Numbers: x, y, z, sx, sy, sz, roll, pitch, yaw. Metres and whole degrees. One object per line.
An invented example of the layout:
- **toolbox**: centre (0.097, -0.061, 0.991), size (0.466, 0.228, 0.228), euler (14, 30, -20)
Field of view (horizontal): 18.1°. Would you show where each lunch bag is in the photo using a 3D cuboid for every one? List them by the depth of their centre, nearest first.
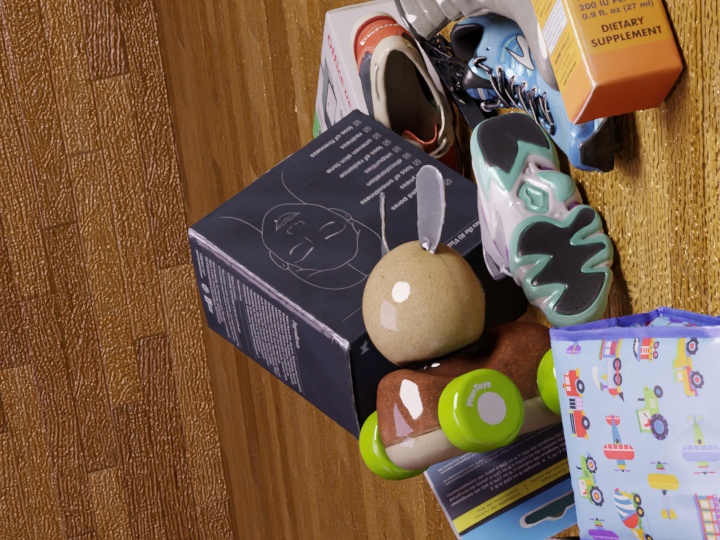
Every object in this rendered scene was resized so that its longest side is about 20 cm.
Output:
- **lunch bag**: centre (0.211, 0.105, 1.437), size (0.200, 0.094, 0.152), euler (-179, 80, -69)

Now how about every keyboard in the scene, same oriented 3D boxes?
- **keyboard**: centre (0.101, -0.135, 1.855), size (0.104, 0.040, 0.200), euler (57, -177, -39)

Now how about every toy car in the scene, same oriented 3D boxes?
- **toy car**: centre (0.065, 0.030, 1.592), size (0.164, 0.157, 0.201), euler (-28, 79, 62)

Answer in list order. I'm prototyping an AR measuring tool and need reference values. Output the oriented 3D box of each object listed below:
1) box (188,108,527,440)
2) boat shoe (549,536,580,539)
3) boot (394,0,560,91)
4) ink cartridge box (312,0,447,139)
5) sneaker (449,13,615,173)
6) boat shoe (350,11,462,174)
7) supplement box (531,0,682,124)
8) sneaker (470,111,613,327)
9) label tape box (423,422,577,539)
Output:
- **box**: centre (0.000, 0.000, 1.861), size (0.196, 0.200, 0.124), euler (34, 148, 35)
- **boat shoe**: centre (0.174, 0.255, 1.808), size (0.202, 0.060, 0.072), euler (102, 151, -64)
- **boot**: centre (0.088, -0.188, 1.564), size (0.068, 0.130, 0.201), euler (23, -133, -49)
- **ink cartridge box**: centre (0.017, -0.136, 2.095), size (0.200, 0.084, 0.147), euler (98, 156, -59)
- **sneaker**: centre (0.119, -0.125, 1.592), size (0.200, 0.089, 0.079), euler (-120, 20, -53)
- **boat shoe**: centre (0.046, -0.129, 1.936), size (0.063, 0.071, 0.201), euler (52, 168, 52)
- **supplement box**: centre (0.143, -0.201, 1.458), size (0.069, 0.066, 0.201), euler (108, 147, -68)
- **sneaker**: centre (0.138, -0.007, 1.700), size (0.140, 0.077, 0.201), euler (84, 172, -52)
- **label tape box**: centre (0.128, 0.151, 1.688), size (0.066, 0.143, 0.200), euler (62, 179, -36)
